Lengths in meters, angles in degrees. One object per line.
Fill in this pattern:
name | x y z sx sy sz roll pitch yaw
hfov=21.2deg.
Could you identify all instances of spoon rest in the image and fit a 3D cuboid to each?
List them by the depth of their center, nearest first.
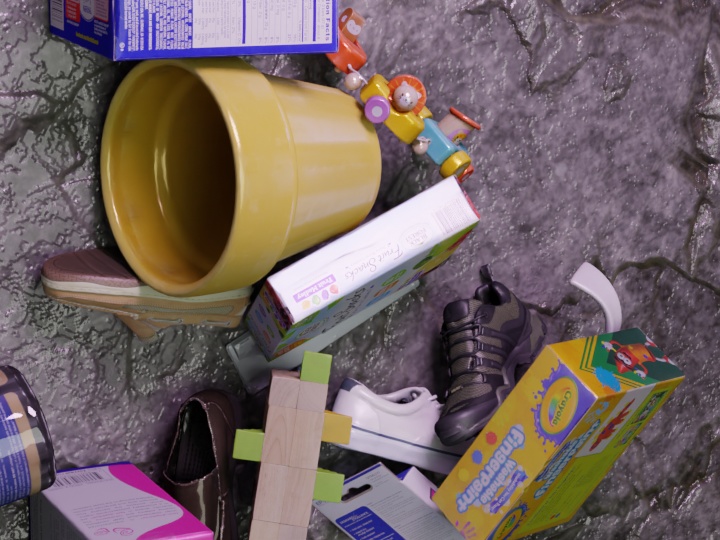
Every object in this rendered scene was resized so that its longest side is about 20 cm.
spoon rest | 0.204 0.089 1.858 0.099 0.060 0.201 -46 158 -49

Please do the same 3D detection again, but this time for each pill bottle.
pill bottle | -0.362 0.160 1.592 0.199 0.112 0.113 -19 109 -22

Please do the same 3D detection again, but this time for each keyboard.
keyboard | -0.033 0.042 1.797 0.199 0.011 0.057 -33 119 -18

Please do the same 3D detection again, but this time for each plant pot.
plant pot | -0.092 -0.088 1.646 0.188 0.200 0.203 -9 105 -42

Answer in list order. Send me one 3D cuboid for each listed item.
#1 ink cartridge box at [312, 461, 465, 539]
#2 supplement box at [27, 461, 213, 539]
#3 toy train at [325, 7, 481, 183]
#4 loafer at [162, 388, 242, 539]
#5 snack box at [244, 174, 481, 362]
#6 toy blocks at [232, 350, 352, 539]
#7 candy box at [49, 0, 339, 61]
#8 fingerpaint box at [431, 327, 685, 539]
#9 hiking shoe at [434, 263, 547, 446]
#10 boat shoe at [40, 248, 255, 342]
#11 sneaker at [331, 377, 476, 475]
ink cartridge box | 0.048 0.247 1.837 0.094 0.037 0.200 -29 124 30
supplement box | -0.207 0.244 1.639 0.100 0.200 0.104 -5 103 -26
toy train | 0.037 -0.163 1.715 0.056 0.151 0.200 -43 127 14
loafer | -0.152 0.201 1.704 0.071 0.072 0.202 32 57 -65
snack box | 0.000 0.000 1.720 0.199 0.142 0.053 -29 80 -18
toy blocks | -0.066 0.167 1.738 0.099 0.137 0.202 8 92 -4
candy box | -0.139 -0.224 1.594 0.198 0.169 0.078 -5 106 -27
fingerpaint box | 0.182 0.153 1.775 0.166 0.073 0.201 -8 139 -52
hiking shoe | 0.102 0.082 1.813 0.101 0.075 0.200 50 39 -14
boat shoe | -0.186 0.028 1.685 0.198 0.072 0.077 3 115 -26
sneaker | 0.061 0.150 1.832 0.199 0.073 0.071 16 91 -31
